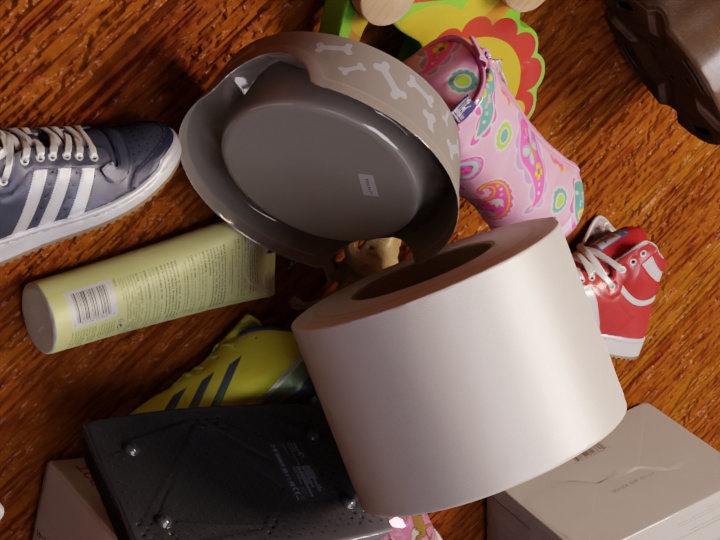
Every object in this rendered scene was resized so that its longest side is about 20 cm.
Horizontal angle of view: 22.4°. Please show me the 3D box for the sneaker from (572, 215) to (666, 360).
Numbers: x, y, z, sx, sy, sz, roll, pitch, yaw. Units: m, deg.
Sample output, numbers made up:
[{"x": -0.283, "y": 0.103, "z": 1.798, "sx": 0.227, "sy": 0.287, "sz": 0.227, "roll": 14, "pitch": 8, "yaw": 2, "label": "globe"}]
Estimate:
[{"x": 0.173, "y": 0.007, "z": 1.505, "sx": 0.199, "sy": 0.071, "sz": 0.113, "roll": 9, "pitch": 107, "yaw": -40, "label": "sneaker"}]

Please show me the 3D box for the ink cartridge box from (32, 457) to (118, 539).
[{"x": -0.120, "y": 0.199, "z": 1.339, "sx": 0.199, "sy": 0.147, "sz": 0.086, "roll": -1, "pitch": 114, "yaw": -37, "label": "ink cartridge box"}]

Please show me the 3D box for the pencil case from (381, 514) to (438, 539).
[{"x": 0.019, "y": 0.196, "z": 1.394, "sx": 0.082, "sy": 0.086, "sz": 0.202, "roll": -14, "pitch": 77, "yaw": -35, "label": "pencil case"}]

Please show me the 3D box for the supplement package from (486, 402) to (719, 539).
[{"x": 0.227, "y": 0.263, "z": 1.631, "sx": 0.190, "sy": 0.147, "sz": 0.202, "roll": -20, "pitch": 124, "yaw": -27, "label": "supplement package"}]

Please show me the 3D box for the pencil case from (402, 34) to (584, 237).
[{"x": 0.095, "y": -0.091, "z": 1.327, "sx": 0.088, "sy": 0.087, "sz": 0.200, "roll": -49, "pitch": 140, "yaw": -4, "label": "pencil case"}]

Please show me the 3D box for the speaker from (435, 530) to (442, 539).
[{"x": -0.022, "y": 0.269, "z": 1.449, "sx": 0.199, "sy": 0.081, "sz": 0.082, "roll": -23, "pitch": 126, "yaw": -25, "label": "speaker"}]

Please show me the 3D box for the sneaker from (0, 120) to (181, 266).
[{"x": -0.212, "y": -0.076, "z": 1.173, "sx": 0.199, "sy": 0.070, "sz": 0.109, "roll": -27, "pitch": 129, "yaw": -19, "label": "sneaker"}]

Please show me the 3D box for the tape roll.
[{"x": 0.067, "y": 0.064, "z": 1.252, "sx": 0.201, "sy": 0.202, "sz": 0.140, "roll": -25, "pitch": 98, "yaw": -23, "label": "tape roll"}]

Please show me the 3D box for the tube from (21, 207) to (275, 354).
[{"x": -0.142, "y": 0.009, "z": 1.291, "sx": 0.199, "sy": 0.052, "sz": 0.058, "roll": -18, "pitch": 165, "yaw": -32, "label": "tube"}]

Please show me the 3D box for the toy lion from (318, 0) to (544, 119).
[{"x": 0.054, "y": -0.154, "z": 1.342, "sx": 0.198, "sy": 0.069, "sz": 0.193, "roll": -10, "pitch": 127, "yaw": -32, "label": "toy lion"}]

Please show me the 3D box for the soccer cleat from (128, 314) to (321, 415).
[{"x": -0.096, "y": 0.080, "z": 1.364, "sx": 0.199, "sy": 0.065, "sz": 0.085, "roll": -19, "pitch": 94, "yaw": -23, "label": "soccer cleat"}]

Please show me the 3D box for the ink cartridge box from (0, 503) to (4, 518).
[{"x": -0.355, "y": 0.163, "z": 1.188, "sx": 0.199, "sy": 0.083, "sz": 0.147, "roll": 32, "pitch": 93, "yaw": -43, "label": "ink cartridge box"}]

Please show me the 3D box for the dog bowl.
[{"x": -0.022, "y": -0.081, "z": 1.241, "sx": 0.200, "sy": 0.198, "sz": 0.059, "roll": 54, "pitch": 44, "yaw": -41, "label": "dog bowl"}]

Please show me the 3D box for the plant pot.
[{"x": 0.310, "y": -0.214, "z": 1.416, "sx": 0.198, "sy": 0.200, "sz": 0.201, "roll": -38, "pitch": 131, "yaw": -4, "label": "plant pot"}]

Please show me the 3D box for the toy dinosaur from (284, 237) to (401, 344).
[{"x": 0.000, "y": 0.000, "z": 1.366, "sx": 0.101, "sy": 0.058, "sz": 0.202, "roll": 26, "pitch": 75, "yaw": -22, "label": "toy dinosaur"}]

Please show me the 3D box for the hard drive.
[{"x": -0.088, "y": 0.155, "z": 1.273, "sx": 0.198, "sy": 0.135, "sz": 0.043, "roll": -1, "pitch": 133, "yaw": -34, "label": "hard drive"}]
